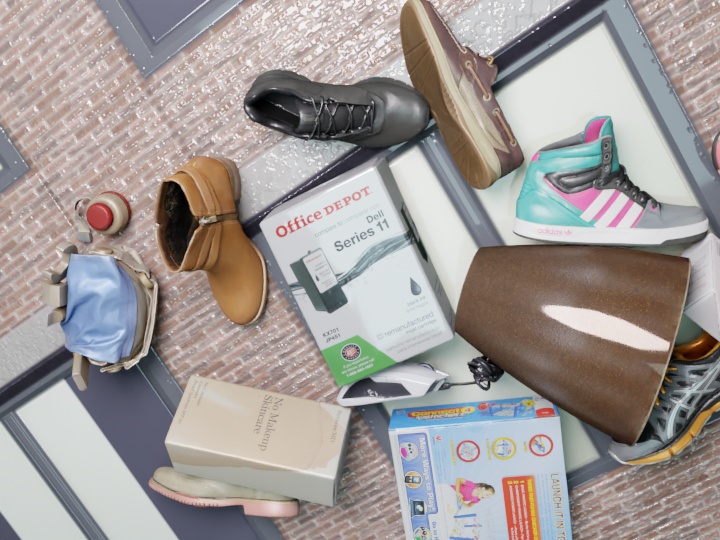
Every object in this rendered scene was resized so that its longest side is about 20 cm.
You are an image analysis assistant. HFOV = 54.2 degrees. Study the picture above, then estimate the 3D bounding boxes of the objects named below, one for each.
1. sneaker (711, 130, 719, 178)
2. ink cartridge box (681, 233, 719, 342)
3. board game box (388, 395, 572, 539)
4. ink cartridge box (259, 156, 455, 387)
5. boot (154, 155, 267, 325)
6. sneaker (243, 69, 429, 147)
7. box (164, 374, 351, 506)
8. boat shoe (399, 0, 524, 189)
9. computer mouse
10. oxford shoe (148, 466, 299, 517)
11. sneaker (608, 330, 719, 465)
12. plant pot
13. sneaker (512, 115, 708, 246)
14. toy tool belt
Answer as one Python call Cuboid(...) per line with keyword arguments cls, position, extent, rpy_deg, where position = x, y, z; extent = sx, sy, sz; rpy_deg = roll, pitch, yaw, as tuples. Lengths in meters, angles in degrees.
Cuboid(cls="sneaker", position=(0.429, -0.070, 0.680), extent=(0.200, 0.087, 0.074), rpy_deg=(43, 106, -4))
Cuboid(cls="ink cartridge box", position=(0.395, 0.082, 0.673), extent=(0.199, 0.177, 0.045), rpy_deg=(36, 133, -8))
Cuboid(cls="board game box", position=(0.143, 0.257, 0.828), extent=(0.192, 0.056, 0.204), rpy_deg=(-7, 104, 10))
Cuboid(cls="ink cartridge box", position=(0.000, 0.000, 0.766), extent=(0.145, 0.083, 0.203), rpy_deg=(-24, 99, 13))
Cuboid(cls="boot", position=(-0.156, -0.018, 0.746), extent=(0.075, 0.155, 0.204), rpy_deg=(0, 105, 8))
Cuboid(cls="sneaker", position=(-0.027, -0.159, 0.723), extent=(0.196, 0.091, 0.077), rpy_deg=(4, 113, 7))
Cuboid(cls="box", position=(-0.114, 0.197, 0.820), extent=(0.196, 0.096, 0.078), rpy_deg=(9, 141, 5))
Cuboid(cls="boat shoe", position=(0.106, -0.187, 0.716), extent=(0.071, 0.072, 0.203), rpy_deg=(-27, 89, -16))
Cuboid(cls="computer mouse", position=(0.061, 0.118, 0.789), extent=(0.196, 0.109, 0.045), rpy_deg=(-11, 86, 20))
Cuboid(cls="oxford shoe", position=(-0.167, 0.257, 0.880), extent=(0.196, 0.071, 0.075), rpy_deg=(5, 81, 8))
Cuboid(cls="sneaker", position=(0.340, 0.128, 0.757), extent=(0.200, 0.078, 0.077), rpy_deg=(-43, 96, 6))
Cuboid(cls="plant pot", position=(0.202, 0.051, 0.714), extent=(0.197, 0.187, 0.191), rpy_deg=(17, 108, 18))
Cuboid(cls="sneaker", position=(0.255, -0.092, 0.707), extent=(0.195, 0.084, 0.123), rpy_deg=(1, 105, -1))
Cuboid(cls="toy tool belt", position=(-0.298, 0.020, 0.795), extent=(0.122, 0.123, 0.204), rpy_deg=(2, 105, 8))
